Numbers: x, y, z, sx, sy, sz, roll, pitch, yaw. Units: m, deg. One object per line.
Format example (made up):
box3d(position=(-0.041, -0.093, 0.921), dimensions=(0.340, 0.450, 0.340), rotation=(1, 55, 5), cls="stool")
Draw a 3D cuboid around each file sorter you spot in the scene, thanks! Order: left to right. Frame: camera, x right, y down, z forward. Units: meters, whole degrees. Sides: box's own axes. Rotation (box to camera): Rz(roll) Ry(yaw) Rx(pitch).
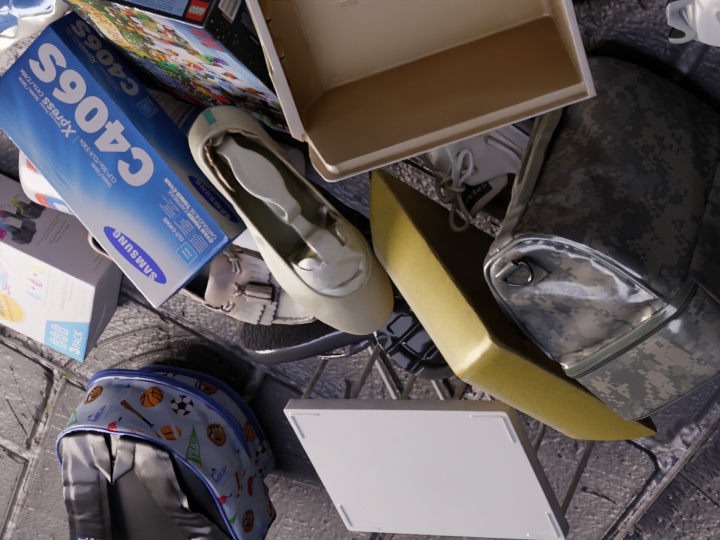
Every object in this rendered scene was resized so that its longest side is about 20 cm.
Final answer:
box3d(position=(0.071, 0.117, 1.742), dimensions=(0.199, 0.125, 0.139), rotation=(-1, 132, 33), cls="file sorter")

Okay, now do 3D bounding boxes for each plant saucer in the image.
box3d(position=(0.094, 0.036, 1.545), dimensions=(0.048, 0.200, 0.199), rotation=(-46, 135, 14), cls="plant saucer")

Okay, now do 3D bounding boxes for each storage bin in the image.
box3d(position=(0.025, -0.182, 1.393), dimensions=(0.197, 0.094, 0.201), rotation=(-19, 131, 2), cls="storage bin")

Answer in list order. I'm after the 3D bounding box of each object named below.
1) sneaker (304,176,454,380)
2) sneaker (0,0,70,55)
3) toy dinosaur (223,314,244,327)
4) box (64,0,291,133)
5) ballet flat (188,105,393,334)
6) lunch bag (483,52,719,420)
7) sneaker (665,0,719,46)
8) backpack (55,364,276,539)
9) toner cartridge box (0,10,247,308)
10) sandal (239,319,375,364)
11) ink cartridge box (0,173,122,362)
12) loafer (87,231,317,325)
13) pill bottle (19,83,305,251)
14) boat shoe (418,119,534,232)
box3d(position=(0.000, 0.000, 1.622), dimensions=(0.200, 0.079, 0.075), rotation=(44, 110, -11), cls="sneaker")
box3d(position=(-0.267, -0.229, 1.608), dimensions=(0.111, 0.077, 0.199), rotation=(35, 149, -23), cls="sneaker")
box3d(position=(-0.123, -0.022, 1.778), dimensions=(0.088, 0.048, 0.200), rotation=(-12, 123, 49), cls="toy dinosaur")
box3d(position=(-0.112, -0.157, 1.528), dimensions=(0.136, 0.038, 0.200), rotation=(17, 169, 29), cls="box")
box3d(position=(-0.045, -0.032, 1.534), dimensions=(0.200, 0.070, 0.069), rotation=(47, 139, -11), cls="ballet flat")
box3d(position=(0.174, -0.030, 1.458), dimensions=(0.167, 0.201, 0.139), rotation=(39, 139, -18), cls="lunch bag")
box3d(position=(0.231, -0.210, 1.323), dimensions=(0.088, 0.074, 0.201), rotation=(14, 149, 19), cls="sneaker")
box3d(position=(-0.170, 0.170, 1.934), dimensions=(0.198, 0.155, 0.191), rotation=(3, 144, 21), cls="backpack")
box3d(position=(-0.176, -0.080, 1.592), dimensions=(0.200, 0.043, 0.095), rotation=(49, 125, -1), cls="toner cartridge box")
box3d(position=(-0.009, 0.043, 1.732), dimensions=(0.199, 0.076, 0.043), rotation=(-11, 128, 29), cls="sandal")
box3d(position=(-0.304, -0.017, 1.876), dimensions=(0.199, 0.068, 0.116), rotation=(25, 142, 6), cls="ink cartridge box")
box3d(position=(-0.120, 0.000, 1.717), dimensions=(0.199, 0.063, 0.072), rotation=(22, 118, 18), cls="loafer")
box3d(position=(-0.148, -0.078, 1.673), dimensions=(0.198, 0.113, 0.113), rotation=(18, 141, 15), cls="pill bottle")
box3d(position=(0.085, -0.066, 1.559), dimensions=(0.201, 0.086, 0.075), rotation=(33, 142, -6), cls="boat shoe")
